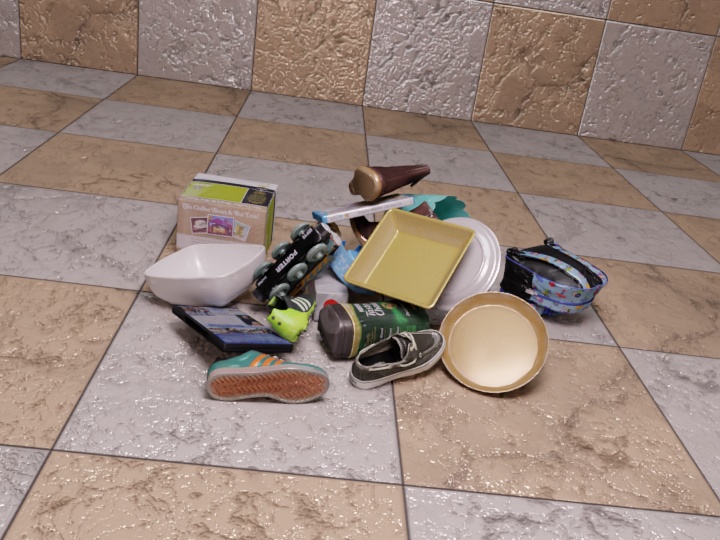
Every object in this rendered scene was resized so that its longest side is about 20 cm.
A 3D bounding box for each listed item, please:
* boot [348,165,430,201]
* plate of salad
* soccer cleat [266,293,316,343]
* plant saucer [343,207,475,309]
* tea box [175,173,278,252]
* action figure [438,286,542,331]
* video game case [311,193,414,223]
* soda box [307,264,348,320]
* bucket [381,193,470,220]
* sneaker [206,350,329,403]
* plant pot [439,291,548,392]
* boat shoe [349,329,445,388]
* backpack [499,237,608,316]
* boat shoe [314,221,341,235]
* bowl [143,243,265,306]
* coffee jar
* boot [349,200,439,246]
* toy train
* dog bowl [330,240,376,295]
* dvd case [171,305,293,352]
[{"bbox_3d":[0.070,-0.201,1.604,0.164,0.073,0.200,-17,7,-12],"label":"boot"},{"bbox_3d":[0.184,-0.011,1.505,0.199,0.201,0.048,27,-10,36],"label":"plate of salad"},{"bbox_3d":[-0.130,0.071,1.414,0.081,0.068,0.200,39,10,-7],"label":"soccer cleat"},{"bbox_3d":[0.098,-0.015,1.466,0.198,0.049,0.201,17,58,29],"label":"plant saucer"},{"bbox_3d":[-0.302,-0.121,1.742,0.197,0.135,0.197,8,23,0],"label":"tea box"},{"bbox_3d":[0.251,0.116,1.496,0.197,0.151,0.134,-7,-17,0],"label":"action figure"},{"bbox_3d":[0.003,-0.133,1.617,0.197,0.018,0.143,-13,12,-10],"label":"video game case"},{"bbox_3d":[-0.071,0.031,1.570,0.067,0.064,0.201,4,24,-9],"label":"soda box"},{"bbox_3d":[0.144,-0.077,1.724,0.134,0.210,0.206,14,22,39],"label":"bucket"},{"bbox_3d":[-0.149,0.165,1.238,0.197,0.072,0.080,3,28,-9],"label":"sneaker"},{"bbox_3d":[0.241,0.133,1.385,0.197,0.028,0.202,-4,58,7],"label":"plant pot"},{"bbox_3d":[0.073,0.144,1.325,0.198,0.064,0.071,-21,56,-29],"label":"boat shoe"},{"bbox_3d":[0.426,0.030,1.659,0.181,0.136,0.199,-13,31,-40],"label":"backpack"},{"bbox_3d":[-0.076,-0.073,1.623,0.073,0.067,0.200,2,-3,-3],"label":"boat shoe"},{"bbox_3d":[-0.296,0.012,1.487,0.197,0.076,0.200,1,19,21],"label":"bowl"},{"bbox_3d":[0.023,0.106,1.411,0.197,0.086,0.104,-3,28,-24],"label":"coffee jar"},{"bbox_3d":[0.079,-0.092,1.625,0.201,0.166,0.072,56,10,33],"label":"boot"},{"bbox_3d":[-0.122,-0.011,1.477,0.085,0.200,0.114,49,10,23],"label":"toy train"},{"bbox_3d":[0.000,0.000,1.587,0.112,0.050,0.200,50,13,16],"label":"dog bowl"},{"bbox_3d":[-0.229,0.102,1.345,0.141,0.018,0.199,5,13,-41],"label":"dvd case"}]
